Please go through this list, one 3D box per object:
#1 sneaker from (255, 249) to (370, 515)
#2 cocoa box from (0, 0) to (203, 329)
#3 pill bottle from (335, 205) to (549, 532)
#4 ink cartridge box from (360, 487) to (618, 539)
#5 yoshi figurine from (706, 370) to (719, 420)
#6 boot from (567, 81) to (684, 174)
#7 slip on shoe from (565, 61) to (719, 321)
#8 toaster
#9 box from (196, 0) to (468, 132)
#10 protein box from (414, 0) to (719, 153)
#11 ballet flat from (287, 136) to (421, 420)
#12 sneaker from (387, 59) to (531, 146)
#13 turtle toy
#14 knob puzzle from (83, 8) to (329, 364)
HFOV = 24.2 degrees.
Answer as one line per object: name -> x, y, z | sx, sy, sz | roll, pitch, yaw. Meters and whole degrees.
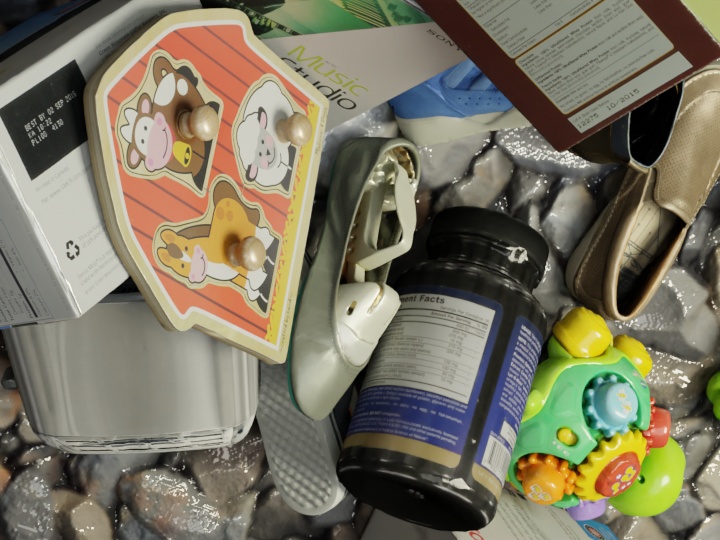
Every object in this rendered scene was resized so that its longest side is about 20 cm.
sneaker -> -0.038, 0.061, 1.162 | 0.079, 0.078, 0.202 | -26, 108, -56
cocoa box -> -0.177, -0.069, 0.976 | 0.200, 0.130, 0.134 | -46, 119, -48
pill bottle -> 0.063, 0.064, 1.137 | 0.111, 0.111, 0.202 | 30, 66, -25
ink cartridge box -> 0.115, 0.227, 1.232 | 0.199, 0.146, 0.085 | 21, 104, -23
yoshi figurine -> 0.369, 0.090, 1.296 | 0.198, 0.112, 0.113 | 6, 92, -18
boot -> 0.203, -0.161, 1.143 | 0.074, 0.097, 0.202 | 14, 105, -29
slip on shoe -> 0.220, -0.055, 1.210 | 0.076, 0.061, 0.201 | 30, 98, -25
toaster -> -0.137, 0.039, 1.085 | 0.198, 0.114, 0.130 | -3, 116, 1
box -> -0.032, -0.151, 1.024 | 0.144, 0.199, 0.037 | 28, 64, -24
protein box -> 0.121, -0.220, 0.951 | 0.200, 0.135, 0.199 | 44, 48, -15
ballet flat -> 0.000, 0.000, 1.101 | 0.067, 0.063, 0.202 | 40, 54, -48
sneaker -> 0.094, -0.155, 1.081 | 0.198, 0.077, 0.112 | -10, 125, 30
turtle toy -> 0.170, 0.123, 1.223 | 0.146, 0.101, 0.199 | -49, 143, 10
knob puzzle -> -0.082, -0.061, 0.963 | 0.219, 0.030, 0.222 | 6, 83, -55
